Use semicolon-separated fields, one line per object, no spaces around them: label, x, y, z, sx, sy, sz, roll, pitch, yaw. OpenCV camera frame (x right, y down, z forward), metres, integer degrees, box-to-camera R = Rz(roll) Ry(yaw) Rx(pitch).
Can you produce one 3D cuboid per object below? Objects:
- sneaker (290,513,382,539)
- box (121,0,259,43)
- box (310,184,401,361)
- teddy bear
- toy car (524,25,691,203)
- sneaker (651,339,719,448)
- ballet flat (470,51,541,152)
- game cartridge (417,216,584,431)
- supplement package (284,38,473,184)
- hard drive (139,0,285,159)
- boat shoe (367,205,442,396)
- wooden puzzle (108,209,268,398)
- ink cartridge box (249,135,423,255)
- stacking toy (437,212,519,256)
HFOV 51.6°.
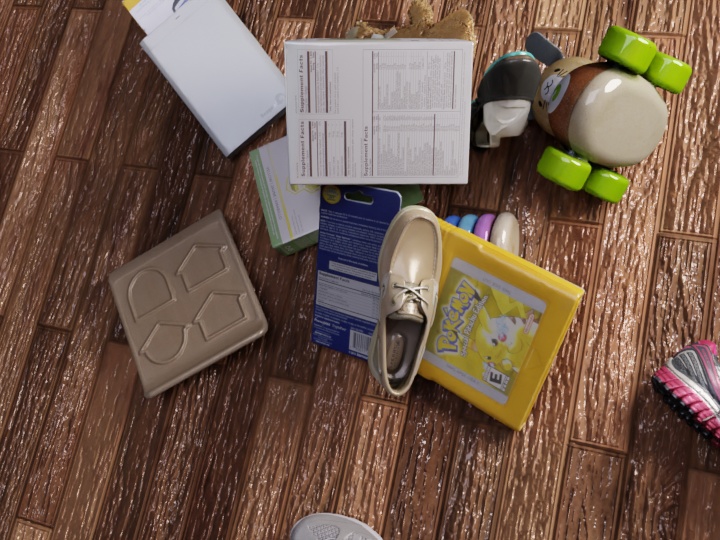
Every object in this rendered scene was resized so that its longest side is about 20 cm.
sneaker;0.006;0.325;0.804;0.198;0.082;0.075;23;82;21
box;-0.233;-0.340;1.066;0.119;0.041;0.201;-39;89;3
box;0.000;0.000;0.866;0.120;0.032;0.203;15;108;36
teddy bear;0.059;-0.283;0.980;0.198;0.067;0.147;-15;62;19
toy car;0.238;-0.200;0.859;0.200;0.156;0.166;44;116;43
sneaker;0.388;0.155;0.739;0.075;0.081;0.200;-42;67;0
ballet flat;0.161;-0.180;0.849;0.067;0.200;0.069;-3;84;-3
game cartridge;0.123;0.056;0.829;0.198;0.032;0.178;27;115;22
supplement package;0.019;-0.187;0.856;0.197;0.152;0.153;0;108;0
hard drive;-0.194;-0.275;1.031;0.131;0.026;0.201;-38;88;3
boat shoe;0.051;0.034;0.794;0.071;0.065;0.203;8;103;-12
wooden puzzle;-0.225;0.044;0.978;0.184;0.046;0.202;-29;64;7
ink cartridge box;-0.034;-0.122;0.964;0.198;0.048;0.147;-21;69;13
stacking toy;0.084;-0.032;0.887;0.197;0.085;0.087;6;76;22
